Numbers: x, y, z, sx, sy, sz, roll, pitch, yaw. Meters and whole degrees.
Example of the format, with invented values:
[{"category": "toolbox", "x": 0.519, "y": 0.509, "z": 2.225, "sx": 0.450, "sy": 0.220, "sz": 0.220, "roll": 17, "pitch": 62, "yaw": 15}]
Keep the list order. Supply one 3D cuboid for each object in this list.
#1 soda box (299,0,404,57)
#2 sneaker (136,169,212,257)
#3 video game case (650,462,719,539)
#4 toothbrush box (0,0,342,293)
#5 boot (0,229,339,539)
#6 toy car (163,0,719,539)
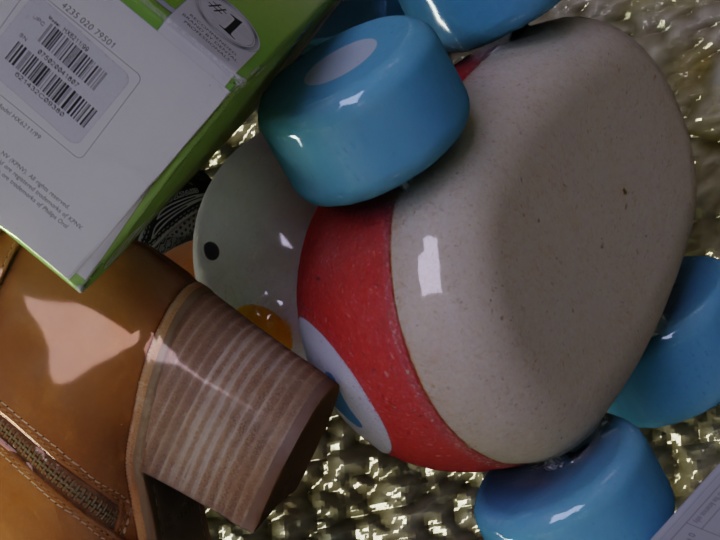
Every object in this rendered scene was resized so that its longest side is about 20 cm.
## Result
[{"category": "soda box", "x": -0.002, "y": -0.170, "z": 0.982, "sx": 0.067, "sy": 0.064, "sz": 0.201, "roll": -4, "pitch": 72, "yaw": 24}, {"category": "sneaker", "x": -0.098, "y": 0.055, "z": 0.953, "sx": 0.085, "sy": 0.078, "sz": 0.201, "roll": 26, "pitch": 94, "yaw": 23}, {"category": "video game case", "x": 0.179, "y": 0.103, "z": 0.756, "sx": 0.181, "sy": 0.024, "sz": 0.200, "roll": 20, "pitch": 39, "yaw": 29}, {"category": "toothbrush box", "x": -0.086, "y": -0.100, "z": 0.769, "sx": 0.145, "sy": 0.200, "sz": 0.086, "roll": 40, "pitch": 113, "yaw": -2}, {"category": "boot", "x": -0.111, "y": 0.077, "z": 0.788, "sx": 0.154, "sy": 0.074, "sz": 0.201, "roll": 28, "pitch": 100, "yaw": 10}, {"category": "toy car", "x": 0.000, "y": 0.000, "z": 0.850, "sx": 0.199, "sy": 0.185, "sz": 0.177, "roll": -12, "pitch": 27, "yaw": 37}]
